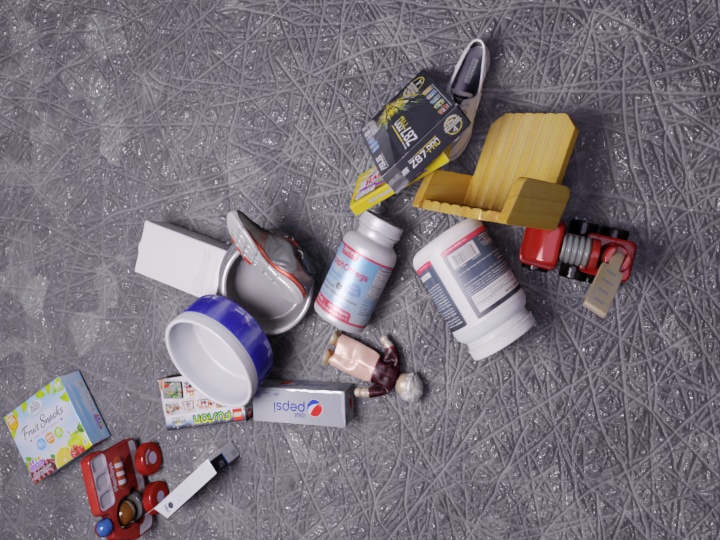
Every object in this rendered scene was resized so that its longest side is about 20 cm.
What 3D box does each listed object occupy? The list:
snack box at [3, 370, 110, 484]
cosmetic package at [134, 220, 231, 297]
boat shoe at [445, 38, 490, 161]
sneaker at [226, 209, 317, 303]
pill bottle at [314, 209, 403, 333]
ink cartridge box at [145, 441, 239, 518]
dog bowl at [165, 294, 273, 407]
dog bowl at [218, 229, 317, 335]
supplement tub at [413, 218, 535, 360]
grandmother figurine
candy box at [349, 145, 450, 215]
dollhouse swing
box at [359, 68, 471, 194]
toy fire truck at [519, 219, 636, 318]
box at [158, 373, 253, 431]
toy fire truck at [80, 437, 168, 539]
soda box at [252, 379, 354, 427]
[{"bbox_3d":[-0.687,0.354,1.250,0.197,0.067,0.172,-31,85,15],"label":"snack box"},{"bbox_3d":[-0.345,-0.020,1.118,0.194,0.085,0.111,21,98,15],"label":"cosmetic package"},{"bbox_3d":[0.171,-0.296,0.957,0.071,0.065,0.207,15,98,14],"label":"boat shoe"},{"bbox_3d":[-0.155,-0.037,0.984,0.201,0.076,0.082,50,62,-12],"label":"sneaker"},{"bbox_3d":[0.000,0.000,1.002,0.106,0.108,0.205,27,100,13],"label":"pill bottle"},{"bbox_3d":[-0.343,0.439,1.135,0.199,0.099,0.040,-42,83,15],"label":"ink cartridge box"},{"bbox_3d":[-0.259,0.149,1.020,0.194,0.079,0.205,18,130,22],"label":"dog bowl"},{"bbox_3d":[-0.174,0.027,1.043,0.192,0.059,0.208,-1,98,-9],"label":"dog bowl"},{"bbox_3d":[0.190,0.029,0.931,0.138,0.140,0.204,-33,84,15],"label":"supplement tub"},{"bbox_3d":[0.030,0.181,1.033,0.195,0.060,0.125,27,99,11],"label":"grandmother figurine"},{"bbox_3d":[0.069,-0.175,0.957,0.196,0.104,0.027,-27,119,30],"label":"candy box"},{"bbox_3d":[0.213,-0.169,0.866,0.198,0.177,0.183,21,105,51],"label":"dollhouse swing"},{"bbox_3d":[0.085,-0.240,0.929,0.160,0.202,0.049,-42,123,18],"label":"box"},{"bbox_3d":[0.334,-0.014,0.854,0.170,0.199,0.134,15,97,14],"label":"toy fire truck"},{"bbox_3d":[-0.324,0.266,1.153,0.193,0.035,0.114,-11,90,17],"label":"box"},{"bbox_3d":[-0.498,0.460,1.147,0.108,0.167,0.208,-12,90,16],"label":"toy fire truck"},{"bbox_3d":[-0.111,0.256,1.074,0.192,0.063,0.071,-1,93,16],"label":"soda box"}]
